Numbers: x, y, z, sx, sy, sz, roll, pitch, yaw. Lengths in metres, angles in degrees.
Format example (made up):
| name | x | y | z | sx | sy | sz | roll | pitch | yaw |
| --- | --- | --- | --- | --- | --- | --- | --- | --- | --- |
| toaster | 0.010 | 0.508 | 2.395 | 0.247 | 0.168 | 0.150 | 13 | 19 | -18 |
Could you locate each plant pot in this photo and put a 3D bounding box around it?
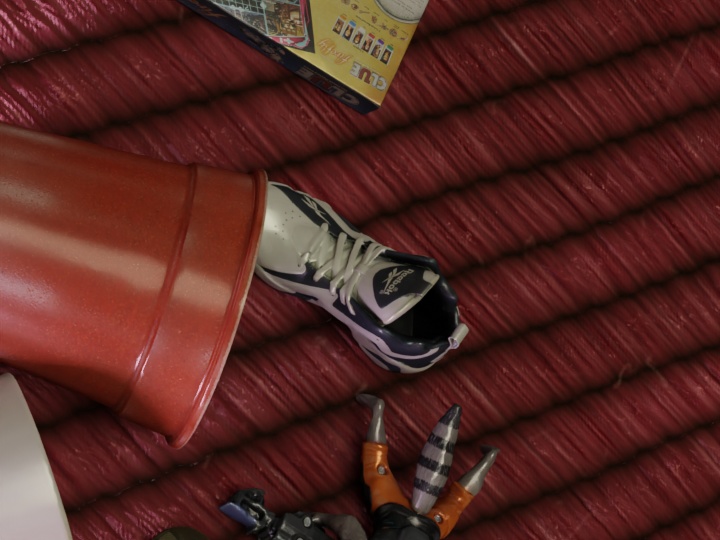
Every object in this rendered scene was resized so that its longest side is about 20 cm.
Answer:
| name | x | y | z | sx | sy | sz | roll | pitch | yaw |
| --- | --- | --- | --- | --- | --- | --- | --- | --- | --- |
| plant pot | -0.187 | -0.003 | 1.261 | 0.194 | 0.201 | 0.202 | 18 | 77 | -12 |

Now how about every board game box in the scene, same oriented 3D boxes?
| name | x | y | z | sx | sy | sz | roll | pitch | yaw |
| --- | --- | --- | --- | --- | --- | --- | --- | --- | --- |
| board game box | -0.046 | -0.228 | 1.422 | 0.199 | 0.035 | 0.136 | 31 | 73 | -18 |

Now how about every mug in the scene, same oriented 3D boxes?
| name | x | y | z | sx | sy | sz | roll | pitch | yaw |
| --- | --- | --- | --- | --- | --- | --- | --- | --- | --- |
| mug | -0.273 | 0.179 | 1.220 | 0.152 | 0.149 | 0.188 | -18 | 77 | -17 |

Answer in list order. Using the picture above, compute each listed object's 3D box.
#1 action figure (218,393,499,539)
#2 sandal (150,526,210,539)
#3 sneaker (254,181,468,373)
| name | x | y | z | sx | sy | sz | roll | pitch | yaw |
| --- | --- | --- | --- | --- | --- | --- | --- | --- | --- |
| action figure | 0.006 | 0.185 | 1.367 | 0.199 | 0.104 | 0.195 | 28 | 64 | -21 |
| sandal | -0.111 | 0.284 | 1.333 | 0.081 | 0.055 | 0.201 | -18 | 77 | -30 |
| sneaker | 0.000 | 0.000 | 1.366 | 0.199 | 0.129 | 0.080 | 46 | 68 | -13 |
